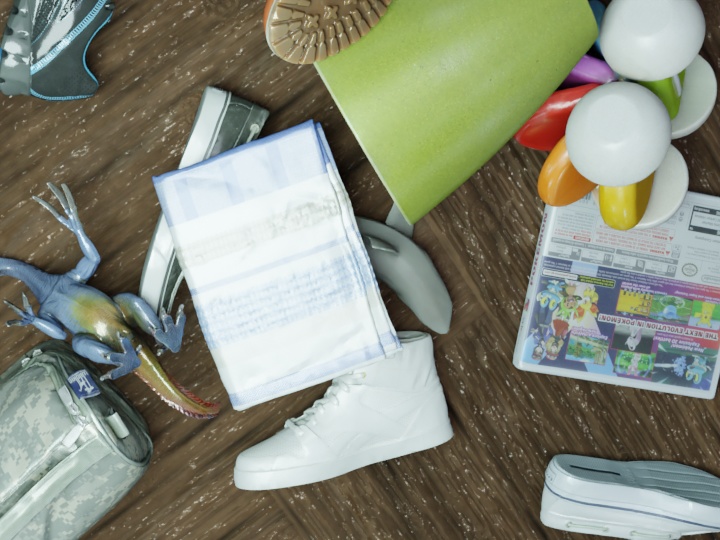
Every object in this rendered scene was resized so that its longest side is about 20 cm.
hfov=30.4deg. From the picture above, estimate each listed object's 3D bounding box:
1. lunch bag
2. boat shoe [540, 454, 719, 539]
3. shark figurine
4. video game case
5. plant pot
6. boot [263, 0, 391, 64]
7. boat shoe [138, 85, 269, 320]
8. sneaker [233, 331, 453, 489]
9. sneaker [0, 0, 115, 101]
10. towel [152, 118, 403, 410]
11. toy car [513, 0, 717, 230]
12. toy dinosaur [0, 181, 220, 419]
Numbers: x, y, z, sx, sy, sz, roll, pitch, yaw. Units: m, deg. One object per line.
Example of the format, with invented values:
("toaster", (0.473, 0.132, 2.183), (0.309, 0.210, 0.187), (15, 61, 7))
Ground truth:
("lunch bag", (-0.261, 0.164, 1.037), (0.200, 0.168, 0.140), (-42, 106, -2))
("boat shoe", (0.259, 0.217, 1.217), (0.197, 0.074, 0.068), (12, 112, -4))
("shark figurine", (-0.016, -0.015, 1.100), (0.211, 0.089, 0.130), (4, 96, -12))
("video game case", (0.248, 0.013, 1.194), (0.197, 0.023, 0.185), (10, 98, -15))
("plant pot", (0.075, -0.168, 1.024), (0.199, 0.187, 0.188), (-31, 105, 4))
("boot", (-0.019, -0.234, 0.965), (0.201, 0.107, 0.075), (-55, 130, -15))
("boat shoe", (-0.129, -0.045, 1.077), (0.063, 0.071, 0.202), (20, 94, -10))
("sneaker", (-0.023, 0.111, 1.133), (0.198, 0.074, 0.117), (-15, 101, -19))
("sneaker", (-0.228, -0.231, 1.028), (0.081, 0.073, 0.203), (9, 108, -16))
("towel", (-0.065, -0.002, 1.045), (0.145, 0.024, 0.202), (-20, 97, 0))
("toy car", (0.203, -0.139, 1.097), (0.148, 0.175, 0.202), (15, 79, 25))
("toy dinosaur", (-0.229, 0.042, 1.040), (0.105, 0.180, 0.202), (-42, 129, -32))
